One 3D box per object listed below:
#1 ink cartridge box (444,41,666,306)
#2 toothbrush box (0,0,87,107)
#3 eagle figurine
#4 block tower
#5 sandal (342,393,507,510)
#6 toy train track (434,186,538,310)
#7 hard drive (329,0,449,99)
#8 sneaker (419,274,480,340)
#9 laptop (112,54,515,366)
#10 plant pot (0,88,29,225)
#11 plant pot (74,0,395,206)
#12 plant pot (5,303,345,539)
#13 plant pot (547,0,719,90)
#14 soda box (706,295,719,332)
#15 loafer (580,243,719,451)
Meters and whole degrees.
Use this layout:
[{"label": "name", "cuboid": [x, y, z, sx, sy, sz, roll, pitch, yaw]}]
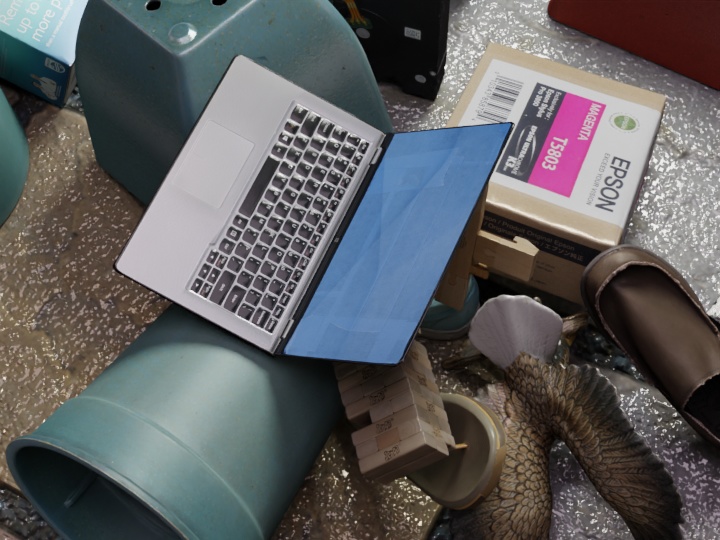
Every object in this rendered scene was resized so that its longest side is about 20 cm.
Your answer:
[{"label": "ink cartridge box", "cuboid": [0.146, -0.083, 1.112, 0.163, 0.076, 0.201, 18, 46, 10]}, {"label": "toothbrush box", "cuboid": [-0.316, -0.261, 1.201, 0.198, 0.085, 0.148, 27, 65, -7]}, {"label": "eagle figurine", "cuboid": [0.143, 0.125, 1.008, 0.149, 0.152, 0.202, 7, 56, -19]}, {"label": "block tower", "cuboid": [0.010, 0.048, 0.968, 0.057, 0.054, 0.202, -26, 59, 20]}, {"label": "sandal", "cuboid": [0.030, 0.114, 1.000, 0.054, 0.081, 0.199, 4, 16, -38]}, {"label": "toy train track", "cuboid": [0.043, -0.043, 1.034, 0.198, 0.116, 0.033, 22, 35, 18]}, {"label": "hard drive", "cuboid": [0.007, -0.231, 1.147, 0.138, 0.201, 0.038, 16, 64, 10]}, {"label": "sneaker", "cuboid": [0.000, 0.000, 1.095, 0.197, 0.082, 0.075, 6, 62, 4]}, {"label": "laptop", "cuboid": [-0.033, -0.049, 0.917, 0.198, 0.116, 0.189, 28, 69, -1]}, {"label": "plant pot", "cuboid": [-0.387, -0.126, 1.121, 0.198, 0.161, 0.203, 0, 62, 1]}, {"label": "plant pot", "cuboid": [-0.113, -0.163, 1.097, 0.196, 0.201, 0.195, -40, 57, -18]}, {"label": "plant pot", "cuboid": [-0.114, 0.118, 0.986, 0.199, 0.201, 0.197, 29, 58, 15]}, {"label": "plant pot", "cuboid": [0.298, -0.312, 1.199, 0.198, 0.177, 0.201, 25, 66, 13]}, {"label": "soda box", "cuboid": [0.348, -0.001, 1.097, 0.063, 0.071, 0.200, 36, 68, 19]}, {"label": "loafer", "cuboid": [0.242, 0.061, 1.012, 0.073, 0.071, 0.200, -44, 105, 7]}]
